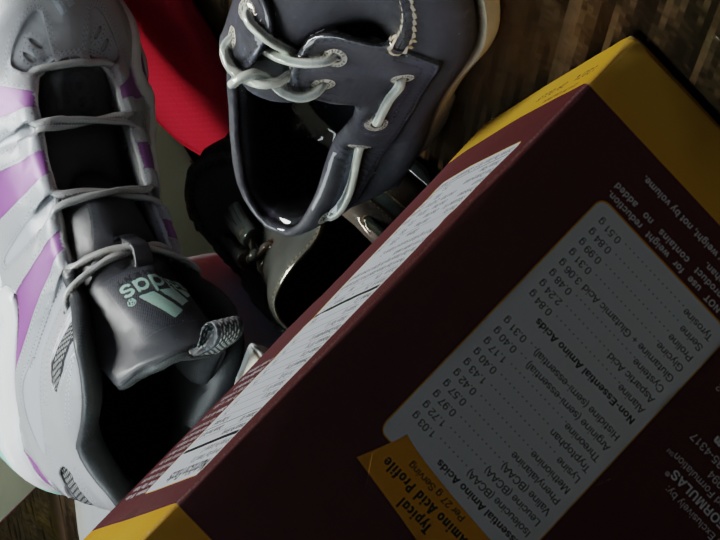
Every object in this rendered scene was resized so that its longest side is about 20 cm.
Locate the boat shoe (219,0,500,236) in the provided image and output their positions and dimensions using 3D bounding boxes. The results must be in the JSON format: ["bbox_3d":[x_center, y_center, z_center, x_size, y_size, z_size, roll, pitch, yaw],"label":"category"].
[{"bbox_3d":[-0.008,-0.064,0.872,0.073,0.063,0.200,40,164,11],"label":"boat shoe"}]

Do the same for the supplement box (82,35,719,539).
[{"bbox_3d":[0.056,0.084,0.831,0.197,0.200,0.133,46,164,-5],"label":"supplement box"}]

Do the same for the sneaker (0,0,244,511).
[{"bbox_3d":[-0.079,-0.008,0.995,0.140,0.077,0.201,25,125,58],"label":"sneaker"}]

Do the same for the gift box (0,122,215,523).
[{"bbox_3d":[-0.179,-0.023,1.170,0.184,0.200,0.187,23,153,41],"label":"gift box"}]

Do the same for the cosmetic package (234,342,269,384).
[{"bbox_3d":[0.041,0.109,0.951,0.199,0.104,0.087,23,-175,-10],"label":"cosmetic package"}]

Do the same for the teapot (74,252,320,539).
[{"bbox_3d":[-0.011,0.080,1.107,0.200,0.145,0.198,55,142,46],"label":"teapot"}]

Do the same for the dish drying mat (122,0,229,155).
[{"bbox_3d":[-0.089,-0.108,1.046,0.077,0.018,0.200,27,156,45],"label":"dish drying mat"}]

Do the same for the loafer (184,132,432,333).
[{"bbox_3d":[0.000,0.000,0.984,0.200,0.063,0.072,26,128,42],"label":"loafer"}]
